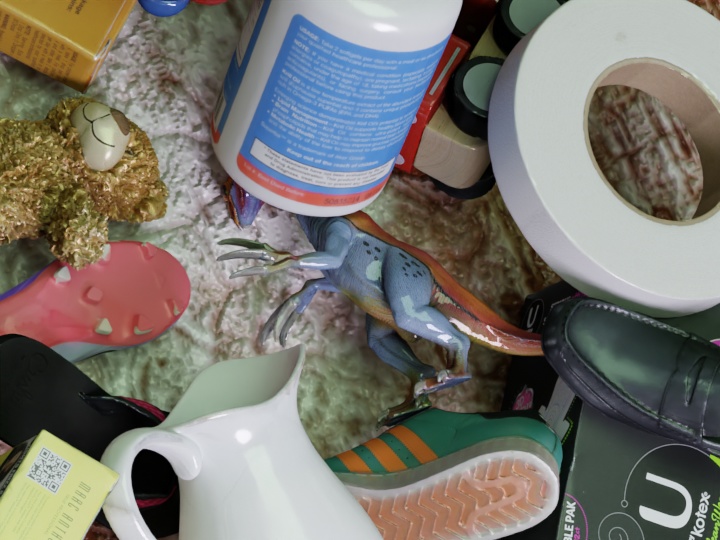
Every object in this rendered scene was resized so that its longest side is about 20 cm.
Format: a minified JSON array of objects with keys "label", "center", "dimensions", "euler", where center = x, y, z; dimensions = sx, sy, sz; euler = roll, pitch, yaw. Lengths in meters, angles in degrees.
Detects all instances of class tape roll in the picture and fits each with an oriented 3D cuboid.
[{"label":"tape roll","center":[0.170,-0.072,1.549],"dimensions":[0.203,0.037,0.203],"euler":[10,66,-23]}]

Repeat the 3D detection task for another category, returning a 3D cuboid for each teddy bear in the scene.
[{"label":"teddy bear","center":[-0.200,-0.053,1.474],"dimensions":[0.200,0.067,0.145],"euler":[-6,34,-21]}]

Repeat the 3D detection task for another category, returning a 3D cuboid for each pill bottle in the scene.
[{"label":"pill bottle","center":[-0.007,-0.136,1.476],"dimensions":[0.112,0.200,0.112],"euler":[14,42,-12]}]

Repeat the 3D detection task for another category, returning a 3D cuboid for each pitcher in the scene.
[{"label":"pitcher","center":[-0.061,0.160,1.410],"dimensions":[0.172,0.121,0.200],"euler":[-27,101,-50]}]

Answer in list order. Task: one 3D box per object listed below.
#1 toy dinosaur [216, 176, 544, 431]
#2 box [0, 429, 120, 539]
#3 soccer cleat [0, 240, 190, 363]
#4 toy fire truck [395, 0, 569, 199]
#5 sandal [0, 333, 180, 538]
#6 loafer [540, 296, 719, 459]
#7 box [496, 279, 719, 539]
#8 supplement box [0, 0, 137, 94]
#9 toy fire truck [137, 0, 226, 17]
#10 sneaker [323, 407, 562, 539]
[{"label":"toy dinosaur","center":[0.000,0.000,1.548],"dimensions":[0.200,0.105,0.182],"euler":[-16,74,-23]},{"label":"box","center":[-0.193,0.140,1.373],"dimensions":[0.050,0.200,0.075],"euler":[34,67,-12]},{"label":"soccer cleat","center":[-0.184,0.036,1.487],"dimensions":[0.200,0.076,0.067],"euler":[-27,88,-42]},{"label":"toy fire truck","center":[0.032,-0.172,1.612],"dimensions":[0.200,0.129,0.176],"euler":[28,60,7]},{"label":"sandal","center":[-0.139,0.099,1.451],"dimensions":[0.200,0.045,0.075],"euler":[37,73,-45]},{"label":"loafer","center":[0.197,0.069,1.496],"dimensions":[0.200,0.070,0.068],"euler":[29,67,-14]},{"label":"box","center":[0.168,0.115,1.581],"dimensions":[0.148,0.124,0.200],"euler":[20,71,-19]},{"label":"supplement box","center":[-0.228,-0.180,1.501],"dimensions":[0.200,0.069,0.067],"euler":[28,66,-3]},{"label":"toy fire truck","center":[-0.130,-0.207,1.409],"dimensions":[0.200,0.168,0.112],"euler":[21,61,-5]},{"label":"sneaker","center":[0.022,0.127,1.520],"dimensions":[0.200,0.080,0.071],"euler":[-12,112,12]}]
